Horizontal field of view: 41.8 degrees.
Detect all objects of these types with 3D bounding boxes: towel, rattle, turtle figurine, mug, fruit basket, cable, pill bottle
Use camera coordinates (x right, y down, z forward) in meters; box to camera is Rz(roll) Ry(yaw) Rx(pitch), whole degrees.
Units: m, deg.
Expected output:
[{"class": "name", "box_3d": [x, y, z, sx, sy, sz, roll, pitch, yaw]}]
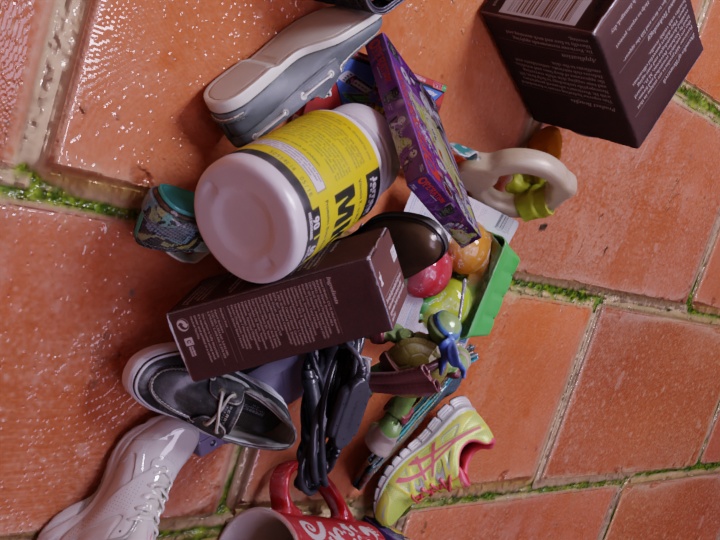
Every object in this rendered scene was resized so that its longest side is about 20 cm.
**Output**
[{"class": "towel", "box_3d": [0.069, 0.188, 1.181, 0.200, 0.022, 0.147, -45, 168, -22]}, {"class": "rattle", "box_3d": [0.166, -0.153, 1.144, 0.198, 0.130, 0.145, 18, 77, -18]}, {"class": "turtle figurine", "box_3d": [0.043, 0.093, 1.047, 0.143, 0.201, 0.195, 12, 123, -42]}, {"class": "mug", "box_3d": [-0.049, 0.329, 1.102, 0.199, 0.133, 0.179, 22, 95, -52]}, {"class": "fruit basket", "box_3d": [0.095, -0.002, 1.133, 0.198, 0.093, 0.188, 19, 94, -38]}, {"class": "cable", "box_3d": [-0.040, 0.130, 0.959, 0.050, 0.164, 0.203, 9, 113, -17]}, {"class": "pill bottle", "box_3d": [-0.049, -0.079, 0.861, 0.200, 0.113, 0.116, -40, 135, -49]}]

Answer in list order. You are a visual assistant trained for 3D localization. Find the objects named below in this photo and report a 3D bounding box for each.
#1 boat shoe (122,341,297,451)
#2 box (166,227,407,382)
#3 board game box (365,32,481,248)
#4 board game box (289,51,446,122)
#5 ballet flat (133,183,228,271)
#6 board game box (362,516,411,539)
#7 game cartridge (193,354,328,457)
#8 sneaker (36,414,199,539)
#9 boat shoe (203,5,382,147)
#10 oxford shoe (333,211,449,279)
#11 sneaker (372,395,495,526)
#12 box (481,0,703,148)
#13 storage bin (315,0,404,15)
[{"class": "boat shoe", "box_3d": [-0.135, 0.125, 0.913, 0.199, 0.071, 0.073, 24, 96, -42]}, {"class": "box", "box_3d": [-0.063, 0.030, 0.860, 0.100, 0.197, 0.076, -57, 128, -69]}, {"class": "board game box", "box_3d": [0.061, -0.131, 0.932, 0.032, 0.202, 0.120, -30, 140, 21]}, {"class": "board game box", "box_3d": [0.012, -0.171, 1.004, 0.198, 0.019, 0.104, 7, 104, -47]}, {"class": "ballet flat", "box_3d": [-0.132, -0.034, 0.899, 0.199, 0.074, 0.075, 15, 98, -46]}, {"class": "board game box", "box_3d": [0.047, 0.438, 1.197, 0.056, 0.199, 0.167, 28, 88, -47]}, {"class": "game cartridge", "box_3d": [-0.104, 0.098, 1.005, 0.199, 0.038, 0.131, -27, 131, -35]}, {"class": "sneaker", "box_3d": [-0.214, 0.230, 0.903, 0.201, 0.099, 0.078, -51, 137, -15]}, {"class": "boat shoe", "box_3d": [-0.056, -0.187, 0.889, 0.199, 0.073, 0.062, -37, 131, -19]}, {"class": "oxford shoe", "box_3d": [0.000, 0.000, 0.929, 0.073, 0.198, 0.085, 55, 41, -20]}, {"class": "sneaker", "box_3d": [0.097, 0.263, 1.228, 0.200, 0.090, 0.078, -49, 153, -3]}, {"class": "box", "box_3d": [0.277, -0.284, 1.113, 0.165, 0.165, 0.200, -54, 138, -12]}, {"class": "storage bin", "box_3d": [0.002, -0.353, 0.852, 0.135, 0.093, 0.202, -40, 132, -25]}]
